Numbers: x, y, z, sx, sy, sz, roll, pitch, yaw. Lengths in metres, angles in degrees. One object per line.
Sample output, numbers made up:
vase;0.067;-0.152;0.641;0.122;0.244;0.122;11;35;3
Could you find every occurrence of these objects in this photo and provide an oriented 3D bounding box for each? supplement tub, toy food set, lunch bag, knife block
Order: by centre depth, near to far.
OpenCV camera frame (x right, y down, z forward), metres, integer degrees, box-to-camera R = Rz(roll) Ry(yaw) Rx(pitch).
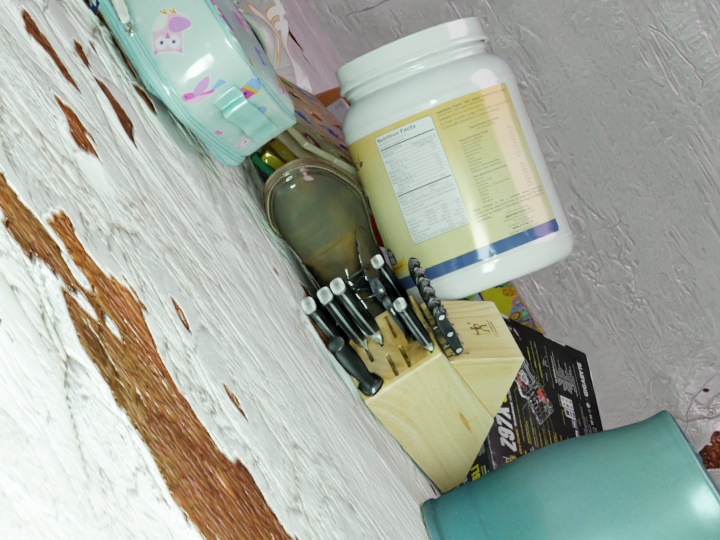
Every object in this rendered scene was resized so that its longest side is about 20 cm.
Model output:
lunch bag;-0.119;-0.159;1.436;0.161;0.077;0.200;61;6;16
knife block;0.022;0.079;1.537;0.174;0.201;0.064;0;43;-27
supplement tub;0.070;-0.083;1.620;0.144;0.143;0.201;-9;79;-84
toy food set;-0.017;-0.079;1.773;0.197;0.049;0.200;36;10;-8

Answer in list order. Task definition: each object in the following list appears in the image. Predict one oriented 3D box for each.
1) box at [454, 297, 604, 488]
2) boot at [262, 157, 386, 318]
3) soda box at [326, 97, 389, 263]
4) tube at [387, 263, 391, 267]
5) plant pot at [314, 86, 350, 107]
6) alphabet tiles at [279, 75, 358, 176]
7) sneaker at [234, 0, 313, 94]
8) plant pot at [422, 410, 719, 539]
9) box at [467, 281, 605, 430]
box;0.136;0.135;1.687;0.159;0.049;0.201;23;44;-37
boot;-0.008;-0.006;1.580;0.097;0.074;0.200;58;3;33
soda box;0.005;-0.079;2.137;0.201;0.063;0.068;61;7;36
tube;0.000;0.000;1.758;0.200;0.058;0.052;47;53;-23
plant pot;0.054;-0.168;2.475;0.200;0.199;0.141;-38;112;-84
alphabet tiles;-0.055;-0.131;1.717;0.167;0.008;0.200;26;15;-41
sneaker;-0.107;-0.218;1.884;0.092;0.075;0.201;44;14;-51
plant pot;0.173;0.201;1.466;0.201;0.187;0.200;56;6;-9
box;0.139;0.122;1.930;0.200;0.122;0.193;54;6;-35
